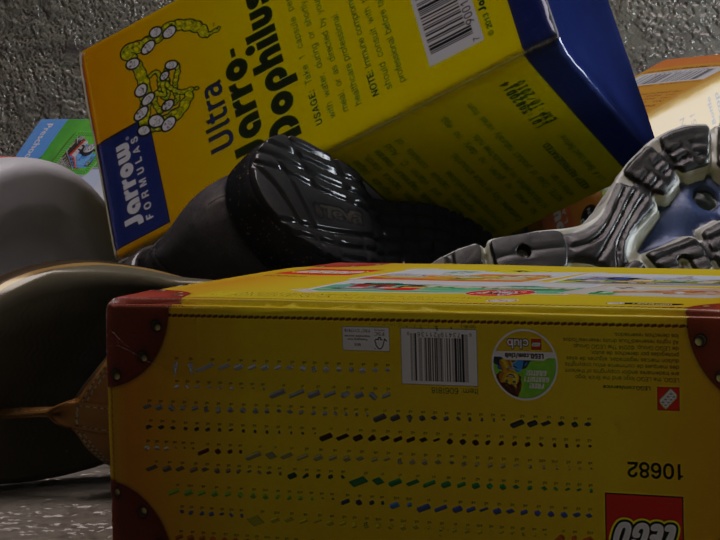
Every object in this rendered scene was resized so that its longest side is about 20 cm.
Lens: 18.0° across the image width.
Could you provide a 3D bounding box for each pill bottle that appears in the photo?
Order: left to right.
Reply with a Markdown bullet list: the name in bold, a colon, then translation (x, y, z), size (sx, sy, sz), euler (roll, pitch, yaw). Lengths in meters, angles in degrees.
- **pill bottle**: translation (-0.203, 0.005, 0.998), size (0.111, 0.112, 0.200), euler (-5, 6, -45)

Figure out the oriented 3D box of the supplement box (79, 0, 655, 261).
- **supplement box**: translation (0.002, -0.067, 0.927), size (0.199, 0.110, 0.109), euler (-26, -34, 17)

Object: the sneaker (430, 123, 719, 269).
- **sneaker**: translation (0.073, 0.026, 0.829), size (0.200, 0.079, 0.089), euler (-28, -21, -29)

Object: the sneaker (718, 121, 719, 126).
- **sneaker**: translation (0.184, -0.043, 0.966), size (0.075, 0.087, 0.200), euler (-4, -2, 8)

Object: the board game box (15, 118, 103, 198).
- **board game box**: translation (-0.111, -0.011, 1.095), size (0.199, 0.037, 0.152), euler (2, 49, 35)

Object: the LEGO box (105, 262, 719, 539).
- **LEGO box**: translation (0.047, 0.041, 0.664), size (0.199, 0.078, 0.149), euler (1, 4, 26)

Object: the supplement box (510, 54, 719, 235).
- **supplement box**: translation (0.118, -0.041, 1.035), size (0.069, 0.067, 0.200), euler (-1, 20, 45)

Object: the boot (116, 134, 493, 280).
- **boot**: translation (-0.018, 0.025, 0.907), size (0.131, 0.070, 0.200), euler (-33, -48, 31)

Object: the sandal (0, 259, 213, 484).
- **sandal**: translation (-0.063, 0.042, 0.788), size (0.199, 0.081, 0.054), euler (2, 19, -26)
